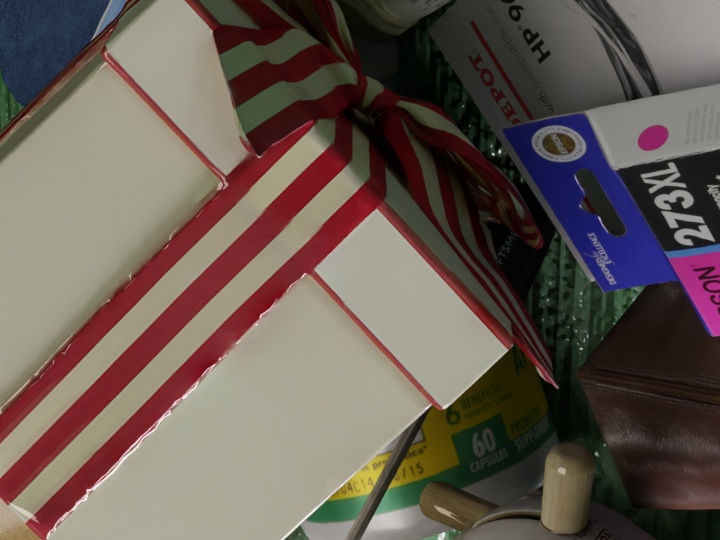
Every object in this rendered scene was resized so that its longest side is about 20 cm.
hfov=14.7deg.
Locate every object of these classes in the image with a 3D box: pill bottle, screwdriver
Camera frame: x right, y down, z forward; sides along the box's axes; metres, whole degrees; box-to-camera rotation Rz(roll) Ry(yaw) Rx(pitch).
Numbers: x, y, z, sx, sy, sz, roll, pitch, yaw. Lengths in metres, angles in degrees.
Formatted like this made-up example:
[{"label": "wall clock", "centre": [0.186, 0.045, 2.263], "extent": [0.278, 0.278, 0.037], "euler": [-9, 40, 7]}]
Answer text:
[{"label": "pill bottle", "centre": [0.000, 0.000, 1.106], "extent": [0.112, 0.112, 0.201], "euler": [-10, 101, 46]}, {"label": "screwdriver", "centre": [0.022, 0.046, 1.029], "extent": [0.029, 0.200, 0.028], "euler": [43, 151, -15]}]

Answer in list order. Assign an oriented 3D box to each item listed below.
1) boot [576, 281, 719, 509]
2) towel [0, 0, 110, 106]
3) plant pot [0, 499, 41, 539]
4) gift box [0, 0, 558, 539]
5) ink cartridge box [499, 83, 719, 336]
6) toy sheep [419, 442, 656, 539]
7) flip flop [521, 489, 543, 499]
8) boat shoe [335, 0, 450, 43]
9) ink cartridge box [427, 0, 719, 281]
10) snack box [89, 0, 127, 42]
[{"label": "boot", "centre": [0.151, 0.089, 0.984], "extent": [0.199, 0.064, 0.188], "euler": [5, 75, 47]}, {"label": "towel", "centre": [-0.079, -0.139, 1.146], "extent": [0.199, 0.048, 0.112], "euler": [-19, 72, 45]}, {"label": "plant pot", "centre": [-0.125, 0.085, 1.245], "extent": [0.199, 0.186, 0.187], "euler": [-15, 99, 31]}, {"label": "gift box", "centre": [-0.047, 0.002, 0.951], "extent": [0.187, 0.200, 0.185], "euler": [-43, 105, 8]}, {"label": "ink cartridge box", "centre": [0.152, -0.025, 0.925], "extent": [0.199, 0.037, 0.095], "euler": [-8, 138, 28]}, {"label": "toy sheep", "centre": [0.064, 0.148, 1.022], "extent": [0.137, 0.138, 0.201], "euler": [28, 134, 33]}, {"label": "flip flop", "centre": [0.121, 0.146, 1.091], "extent": [0.199, 0.057, 0.082], "euler": [22, 124, 28]}, {"label": "boat shoe", "centre": [0.004, -0.187, 1.037], "extent": [0.066, 0.074, 0.201], "euler": [-22, 77, 27]}, {"label": "ink cartridge box", "centre": [0.105, -0.077, 0.997], "extent": [0.116, 0.068, 0.200], "euler": [57, 138, 8]}, {"label": "snack box", "centre": [-0.106, -0.041, 1.122], "extent": [0.200, 0.024, 0.072], "euler": [122, 145, -43]}]
